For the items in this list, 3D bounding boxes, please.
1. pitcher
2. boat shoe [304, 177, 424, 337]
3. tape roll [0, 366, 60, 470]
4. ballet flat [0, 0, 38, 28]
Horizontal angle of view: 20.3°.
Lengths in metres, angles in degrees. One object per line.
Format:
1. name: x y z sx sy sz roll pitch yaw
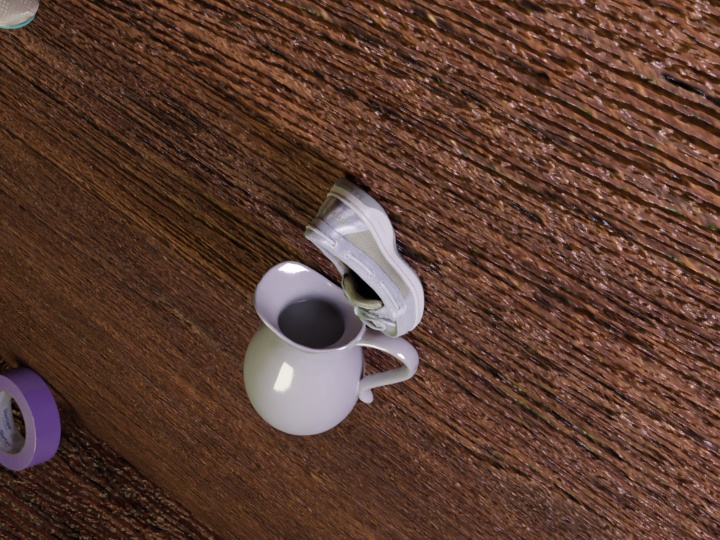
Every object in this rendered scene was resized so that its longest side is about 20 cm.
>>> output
1. pitcher: -0.031 0.093 1.977 0.171 0.121 0.200 25 150 8
2. boat shoe: 0.001 0.000 1.715 0.074 0.065 0.202 35 163 29
3. tape roll: -0.691 0.299 4.052 0.200 0.066 0.201 16 113 43
4. ballet flat: -0.386 -0.295 1.923 0.200 0.067 0.062 33 152 33
